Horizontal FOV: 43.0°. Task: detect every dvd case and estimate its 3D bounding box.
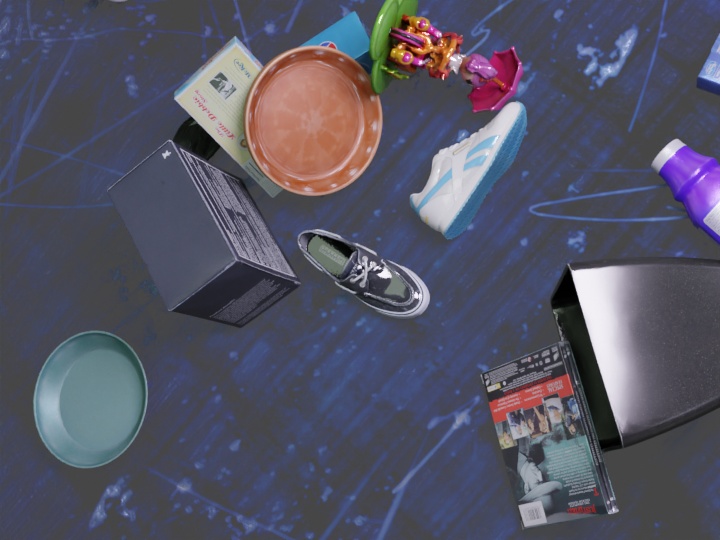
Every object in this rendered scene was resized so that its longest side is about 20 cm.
[{"bbox_3d":[0.222,0.201,1.099,0.146,0.022,0.201,-33,64,50],"label":"dvd case"}]

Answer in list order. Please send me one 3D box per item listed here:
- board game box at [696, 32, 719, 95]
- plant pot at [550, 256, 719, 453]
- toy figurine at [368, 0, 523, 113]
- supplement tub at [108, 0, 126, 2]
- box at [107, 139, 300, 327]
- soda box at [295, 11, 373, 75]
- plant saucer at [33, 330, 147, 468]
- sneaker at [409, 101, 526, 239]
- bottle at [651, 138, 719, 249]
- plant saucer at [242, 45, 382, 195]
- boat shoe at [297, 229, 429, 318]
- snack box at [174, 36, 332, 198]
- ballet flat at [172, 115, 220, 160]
[{"bbox_3d":[0.544,-0.278,1.099,0.199,0.043,0.201,28,90,21],"label":"board game box"},{"bbox_3d":[0.335,0.088,1.036,0.177,0.200,0.201,-13,75,3],"label":"plant pot"},{"bbox_3d":[0.121,-0.276,1.190,0.183,0.200,0.151,22,97,10],"label":"toy figurine"},{"bbox_3d":[-0.443,-0.516,1.450,0.199,0.140,0.141,23,88,22],"label":"supplement tub"},{"bbox_3d":[-0.210,-0.043,1.247,0.123,0.198,0.200,-35,70,10],"label":"box"},{"bbox_3d":[-0.068,-0.280,1.311,0.200,0.064,0.068,-30,72,13],"label":"soda box"},{"bbox_3d":[-0.393,0.191,1.358,0.199,0.036,0.201,-4,78,20],"label":"plant saucer"},{"bbox_3d":[0.144,-0.143,1.203,0.081,0.076,0.200,37,92,24],"label":"sneaker"},{"bbox_3d":[0.436,-0.075,1.089,0.084,0.065,0.200,-46,69,6],"label":"bottle"},{"bbox_3d":[-0.065,-0.203,1.248,0.201,0.200,0.032,-63,27,0],"label":"plant saucer"},{"bbox_3d":[0.000,0.000,1.232,0.200,0.068,0.072,33,93,22],"label":"boat shoe"},{"bbox_3d":[-0.147,-0.209,1.269,0.116,0.200,0.037,-38,26,12],"label":"snack box"},{"bbox_3d":[-0.219,-0.227,1.374,0.066,0.057,0.200,37,100,-6],"label":"ballet flat"}]
